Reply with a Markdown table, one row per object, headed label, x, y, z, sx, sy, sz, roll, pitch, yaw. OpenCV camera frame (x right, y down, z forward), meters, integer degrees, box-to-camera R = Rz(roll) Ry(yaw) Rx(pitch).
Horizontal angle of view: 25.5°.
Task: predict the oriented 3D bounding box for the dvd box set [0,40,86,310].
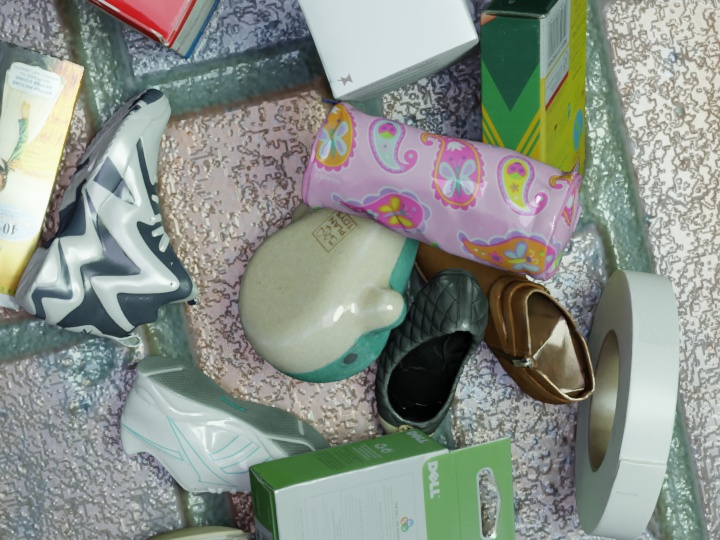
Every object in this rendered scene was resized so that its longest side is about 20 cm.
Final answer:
| label | x | y | z | sx | sy | sz | roll | pitch | yaw |
| --- | --- | --- | --- | --- | --- | --- | --- | --- | --- |
| dvd box set | -0.310 | -0.083 | 1.241 | 0.145 | 0.029 | 0.202 | 16 | 89 | -17 |

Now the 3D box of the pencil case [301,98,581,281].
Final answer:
| label | x | y | z | sx | sy | sz | roll | pitch | yaw |
| --- | --- | --- | --- | --- | --- | --- | --- | --- | --- |
| pencil case | 0.057 | -0.059 | 1.138 | 0.198 | 0.087 | 0.088 | 18 | 93 | 15 |

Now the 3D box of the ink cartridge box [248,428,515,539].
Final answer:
| label | x | y | z | sx | sy | sz | roll | pitch | yaw |
| --- | --- | --- | --- | --- | --- | --- | --- | --- | --- |
| ink cartridge box | 0.018 | 0.187 | 1.225 | 0.198 | 0.059 | 0.105 | -11 | 105 | -22 |

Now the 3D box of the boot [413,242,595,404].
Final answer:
| label | x | y | z | sx | sy | sz | roll | pitch | yaw |
| --- | --- | --- | --- | --- | --- | --- | --- | --- | --- |
| boot | 0.109 | 0.015 | 1.214 | 0.074 | 0.155 | 0.200 | -40 | 95 | -3 |

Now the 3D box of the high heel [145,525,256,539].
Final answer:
| label | x | y | z | sx | sy | sz | roll | pitch | yaw |
| --- | --- | --- | --- | --- | --- | --- | --- | --- | --- |
| high heel | -0.158 | 0.285 | 1.264 | 0.198 | 0.071 | 0.144 | -17 | 87 | 16 |

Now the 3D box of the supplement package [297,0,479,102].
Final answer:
| label | x | y | z | sx | sy | sz | roll | pitch | yaw |
| --- | --- | --- | --- | --- | --- | --- | --- | --- | --- |
| supplement package | 0.020 | -0.195 | 1.173 | 0.109 | 0.200 | 0.115 | -22 | 94 | 6 |

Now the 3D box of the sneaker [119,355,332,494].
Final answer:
| label | x | y | z | sx | sy | sz | roll | pitch | yaw |
| --- | --- | --- | --- | --- | --- | --- | --- | --- | --- |
| sneaker | -0.100 | 0.144 | 1.271 | 0.199 | 0.070 | 0.081 | 27 | 109 | 0 |

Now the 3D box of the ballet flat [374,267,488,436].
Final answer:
| label | x | y | z | sx | sy | sz | roll | pitch | yaw |
| --- | --- | --- | --- | --- | --- | --- | --- | --- | --- |
| ballet flat | 0.049 | 0.077 | 1.218 | 0.066 | 0.057 | 0.201 | 12 | 138 | -4 |

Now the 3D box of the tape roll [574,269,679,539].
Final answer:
| label | x | y | z | sx | sy | sz | roll | pitch | yaw |
| --- | --- | --- | --- | --- | --- | --- | --- | --- | --- |
| tape roll | 0.199 | 0.101 | 1.200 | 0.037 | 0.203 | 0.205 | 8 | 93 | -2 |

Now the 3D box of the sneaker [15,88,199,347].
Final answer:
| label | x | y | z | sx | sy | sz | roll | pitch | yaw |
| --- | --- | --- | --- | --- | --- | --- | --- | --- | --- |
| sneaker | -0.170 | -0.031 | 1.252 | 0.129 | 0.079 | 0.201 | 32 | 70 | -22 |

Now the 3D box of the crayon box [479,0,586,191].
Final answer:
| label | x | y | z | sx | sy | sz | roll | pitch | yaw |
| --- | --- | --- | --- | --- | --- | --- | --- | --- | --- |
| crayon box | 0.132 | -0.121 | 1.196 | 0.050 | 0.127 | 0.202 | 8 | 121 | 20 |

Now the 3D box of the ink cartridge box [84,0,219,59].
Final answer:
| label | x | y | z | sx | sy | sz | roll | pitch | yaw |
| --- | --- | --- | --- | --- | --- | --- | --- | --- | --- |
| ink cartridge box | -0.169 | -0.218 | 1.173 | 0.115 | 0.200 | 0.068 | 30 | 93 | -3 |

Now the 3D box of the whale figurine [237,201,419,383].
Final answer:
| label | x | y | z | sx | sy | sz | roll | pitch | yaw |
| --- | --- | --- | --- | --- | --- | --- | --- | --- | --- |
| whale figurine | 0.000 | 0.000 | 1.232 | 0.200 | 0.159 | 0.104 | -46 | 134 | 3 |
